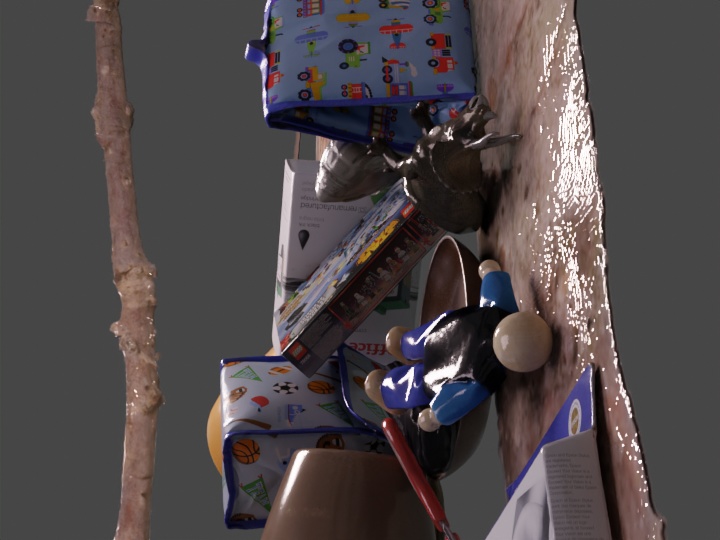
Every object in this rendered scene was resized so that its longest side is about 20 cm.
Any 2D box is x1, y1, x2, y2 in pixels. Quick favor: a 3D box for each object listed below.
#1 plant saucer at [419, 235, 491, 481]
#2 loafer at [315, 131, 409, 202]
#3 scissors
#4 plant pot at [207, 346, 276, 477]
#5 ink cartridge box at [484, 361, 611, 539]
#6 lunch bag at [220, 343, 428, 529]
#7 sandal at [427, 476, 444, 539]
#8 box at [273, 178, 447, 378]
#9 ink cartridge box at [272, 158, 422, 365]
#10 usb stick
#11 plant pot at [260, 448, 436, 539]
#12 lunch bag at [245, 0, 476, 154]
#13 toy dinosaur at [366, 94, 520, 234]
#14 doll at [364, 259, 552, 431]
[{"bbox_3d":[0.079,0.072,1.089,0.200,0.032,0.202,-177,90,-83],"label":"plant saucer"},{"bbox_3d":[0.011,-0.110,1.265,0.070,0.070,0.200,-53,-12,26],"label":"loafer"},{"bbox_3d":[0.065,0.194,0.988,0.201,0.014,0.073,59,173,25],"label":"scissors"},{"bbox_3d":[-0.055,0.155,1.530,0.201,0.199,0.184,-94,27,-45],"label":"plant pot"},{"bbox_3d":[0.106,0.187,0.799,0.200,0.040,0.201,105,166,-56],"label":"ink cartridge box"},{"bbox_3d":[-0.034,0.153,1.258,0.170,0.198,0.125,-105,15,-67],"label":"lunch bag"},{"bbox_3d":[0.041,0.280,1.188,0.080,0.053,0.202,-116,31,-75],"label":"sandal"},{"bbox_3d":[0.000,0.000,1.256,0.200,0.040,0.137,-47,14,6],"label":"box"},{"bbox_3d":[-0.012,-0.007,1.369,0.084,0.145,0.202,-119,32,-73],"label":"ink cartridge box"},{"bbox_3d":[0.045,0.118,1.088,0.200,0.032,0.056,-139,44,-80],"label":"usb stick"},{"bbox_3d":[-0.013,0.240,1.089,0.200,0.198,0.176,128,148,-76],"label":"plant pot"},{"bbox_3d":[-0.004,-0.189,1.186,0.094,0.198,0.152,105,166,-54],"label":"lunch bag"},{"bbox_3d":[0.066,-0.068,1.065,0.102,0.077,0.201,50,163,29],"label":"toy dinosaur"},{"bbox_3d":[0.071,0.055,0.936,0.137,0.048,0.200,-64,17,-19],"label":"doll"}]
